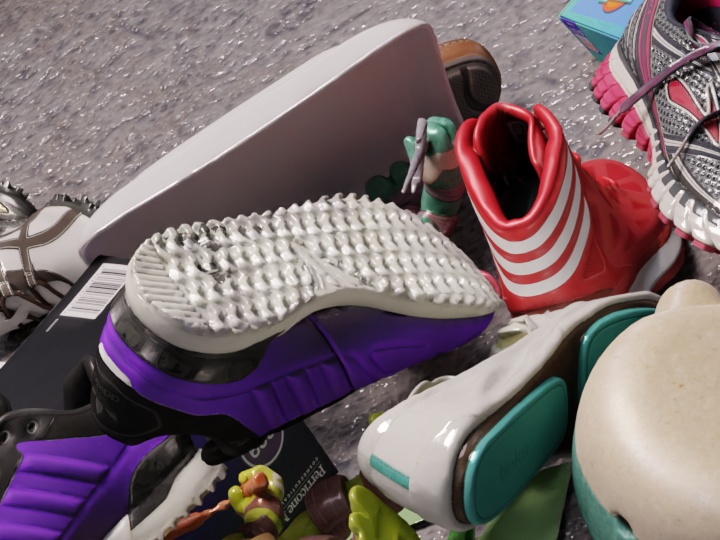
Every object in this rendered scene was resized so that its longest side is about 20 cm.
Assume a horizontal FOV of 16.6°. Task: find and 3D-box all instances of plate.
[{"bbox_3d":[-0.041,-0.044,1.246,0.199,0.200,0.032,-33,70,-2],"label":"plate"}]

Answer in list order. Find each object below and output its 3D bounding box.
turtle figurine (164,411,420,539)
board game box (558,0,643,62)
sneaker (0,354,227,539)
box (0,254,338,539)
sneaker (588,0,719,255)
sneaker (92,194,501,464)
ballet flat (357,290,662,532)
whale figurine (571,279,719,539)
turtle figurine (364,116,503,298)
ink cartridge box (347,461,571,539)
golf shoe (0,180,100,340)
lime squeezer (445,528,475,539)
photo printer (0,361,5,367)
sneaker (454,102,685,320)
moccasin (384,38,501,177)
[{"bbox_3d":[-0.044,0.132,1.003,0.161,0.064,0.200,-32,9,29],"label":"turtle figurine"},{"bbox_3d":[0.211,-0.154,1.269,0.152,0.045,0.200,-50,33,-4],"label":"board game box"},{"bbox_3d":[-0.152,0.106,1.005,0.200,0.100,0.070,-42,8,-37],"label":"sneaker"},{"bbox_3d":[-0.120,0.112,1.125,0.079,0.141,0.200,6,48,44],"label":"box"},{"bbox_3d":[0.168,-0.067,1.136,0.075,0.081,0.200,-63,35,28],"label":"sneaker"},{"bbox_3d":[-0.033,0.030,1.016,0.070,0.200,0.100,49,125,31],"label":"sneaker"},{"bbox_3d":[0.067,0.048,1.004,0.069,0.070,0.200,-6,12,37],"label":"ballet flat"},{"bbox_3d":[0.174,0.068,0.979,0.200,0.104,0.159,-26,53,-31],"label":"whale figurine"},{"bbox_3d":[0.000,0.000,1.170,0.150,0.101,0.200,-30,3,6],"label":"turtle figurine"},{"bbox_3d":[0.006,0.154,1.043,0.145,0.048,0.200,-16,37,27],"label":"ink cartridge box"},{"bbox_3d":[-0.181,0.005,1.418,0.200,0.078,0.095,8,66,50],"label":"golf shoe"},{"bbox_3d":[0.069,0.073,1.070,0.071,0.038,0.200,-32,1,43],"label":"lime squeezer"},{"bbox_3d":[-0.229,0.128,1.271,0.166,0.069,0.200,-4,41,39],"label":"photo printer"},{"bbox_3d":[0.098,-0.039,1.138,0.078,0.116,0.200,-14,21,12],"label":"sneaker"},{"bbox_3d":[-0.014,-0.070,1.366,0.201,0.074,0.078,-33,37,18],"label":"moccasin"}]
